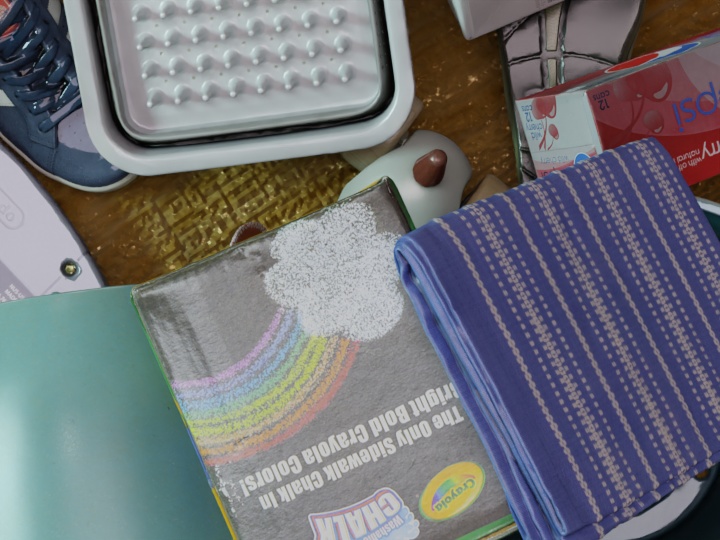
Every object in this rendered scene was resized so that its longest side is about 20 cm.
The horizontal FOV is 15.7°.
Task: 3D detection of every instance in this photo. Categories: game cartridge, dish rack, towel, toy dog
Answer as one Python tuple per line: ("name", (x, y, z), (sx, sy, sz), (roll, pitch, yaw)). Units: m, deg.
("game cartridge", (-0.222, -0.008, 1.349), (0.133, 0.042, 0.200), (-43, 87, -8))
("dish rack", (-0.064, -0.155, 1.296), (0.170, 0.044, 0.202), (-7, 104, 7))
("towel", (0.103, 0.028, 1.104), (0.024, 0.199, 0.146), (-31, 84, 41))
("toy dog", (0.000, 0.000, 1.318), (0.131, 0.096, 0.201), (18, 85, 1))

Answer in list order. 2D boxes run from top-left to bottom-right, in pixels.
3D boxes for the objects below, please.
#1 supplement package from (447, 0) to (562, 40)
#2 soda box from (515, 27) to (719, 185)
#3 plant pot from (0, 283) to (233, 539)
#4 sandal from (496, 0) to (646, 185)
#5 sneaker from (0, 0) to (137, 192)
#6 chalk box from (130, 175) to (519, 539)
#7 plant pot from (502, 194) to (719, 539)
("supplement package", (0.064, -0.243, 1.300), (0.120, 0.120, 0.201), (-22, 64, -2))
("soda box", (0.180, -0.086, 1.302), (0.199, 0.070, 0.064), (-20, 98, -26))
("plant pot", (-0.125, 0.093, 1.246), (0.199, 0.201, 0.162), (-8, 85, -1))
("sandal", (0.108, -0.102, 1.350), (0.079, 0.057, 0.203), (1, 90, 4))
("sneaker", (-0.183, -0.124, 1.334), (0.075, 0.085, 0.200), (-41, 87, -4))
("chalk box", (0.001, 0.079, 1.115), (0.124, 0.124, 0.201), (-23, 86, 1))
("plant pot", (0.129, 0.071, 1.268), (0.198, 0.188, 0.202), (0, 85, 0))
